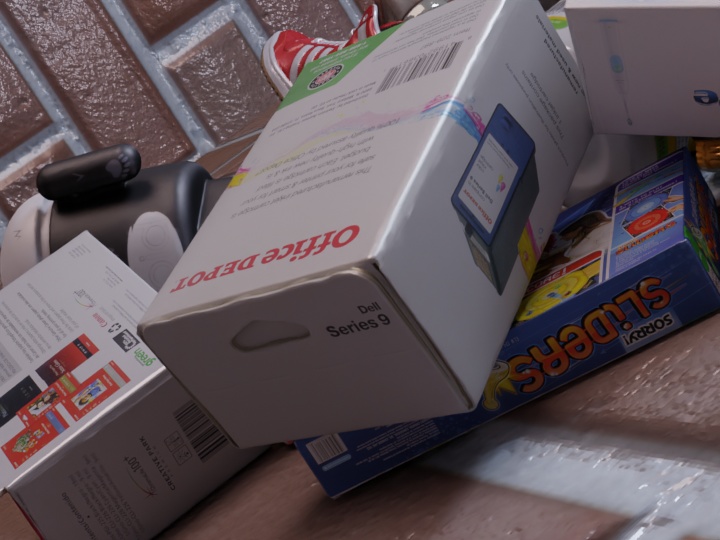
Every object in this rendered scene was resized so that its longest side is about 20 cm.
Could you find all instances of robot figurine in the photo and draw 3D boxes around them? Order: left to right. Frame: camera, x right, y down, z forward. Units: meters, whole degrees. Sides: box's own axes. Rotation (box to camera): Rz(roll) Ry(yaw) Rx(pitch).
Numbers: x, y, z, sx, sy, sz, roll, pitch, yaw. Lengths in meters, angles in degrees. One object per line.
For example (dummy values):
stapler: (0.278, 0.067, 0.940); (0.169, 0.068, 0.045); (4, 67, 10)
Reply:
robot figurine: (-0.164, -0.012, 1.047); (0.197, 0.153, 0.125); (-10, 1, 11)

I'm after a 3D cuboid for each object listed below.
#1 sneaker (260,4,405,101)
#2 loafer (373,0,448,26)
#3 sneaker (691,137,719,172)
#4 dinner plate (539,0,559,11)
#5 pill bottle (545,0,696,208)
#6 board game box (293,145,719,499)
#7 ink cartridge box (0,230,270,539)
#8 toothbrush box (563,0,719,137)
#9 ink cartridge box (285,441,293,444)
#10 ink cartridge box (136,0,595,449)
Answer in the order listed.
sneaker: (-0.007, -0.151, 1.038); (0.113, 0.071, 0.201); (-51, 34, 18)
loafer: (0.053, -0.169, 1.174); (0.072, 0.063, 0.201); (-39, -26, -10)
sneaker: (0.239, -0.131, 0.721); (0.199, 0.078, 0.078); (-35, 10, -13)
dinner plate: (0.136, -0.182, 0.901); (0.198, 0.025, 0.200); (-27, -7, -4)
pill bottle: (0.174, -0.130, 0.807); (0.199, 0.112, 0.111); (-39, 13, -26)
board game box: (0.071, 0.021, 0.666); (0.198, 0.035, 0.136); (-29, 13, 22)
ink cartridge box: (-0.177, 0.085, 0.823); (0.175, 0.085, 0.200); (-36, 33, -14)
toothbrush box: (0.189, -0.161, 0.659); (0.144, 0.086, 0.202); (5, 56, 25)
ink cartridge box: (0.000, 0.000, 0.834); (0.199, 0.085, 0.145); (-38, 12, -10)
ink cartridge box: (0.008, -0.026, 0.652); (0.144, 0.088, 0.201); (-16, 32, 39)
